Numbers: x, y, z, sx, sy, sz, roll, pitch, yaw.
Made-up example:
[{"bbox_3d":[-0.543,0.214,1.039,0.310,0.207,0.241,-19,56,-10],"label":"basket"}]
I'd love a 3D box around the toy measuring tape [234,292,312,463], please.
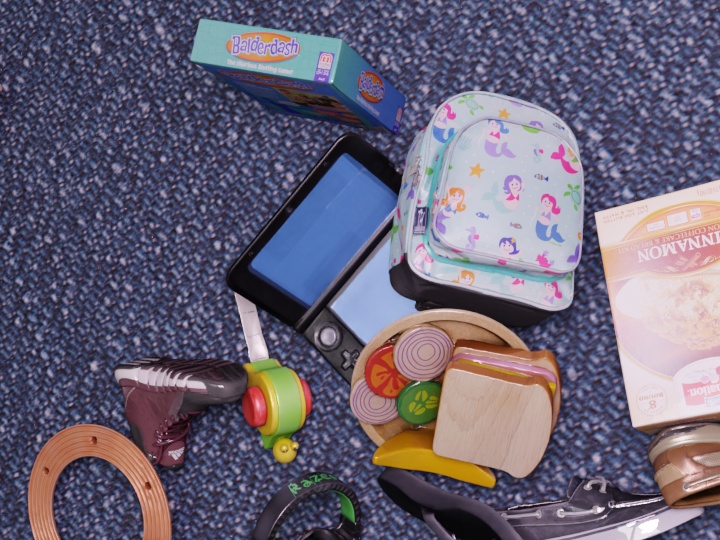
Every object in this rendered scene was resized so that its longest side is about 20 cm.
[{"bbox_3d":[-0.094,0.098,1.164,0.073,0.073,0.203,-16,79,17],"label":"toy measuring tape"}]

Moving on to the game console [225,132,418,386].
[{"bbox_3d":[0.000,0.000,1.119,0.176,0.116,0.200,44,99,19],"label":"game console"}]

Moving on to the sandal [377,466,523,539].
[{"bbox_3d":[0.085,0.241,1.052,0.043,0.076,0.199,-47,31,-21],"label":"sandal"}]

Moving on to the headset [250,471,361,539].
[{"bbox_3d":[-0.067,0.291,1.118,0.093,0.122,0.203,24,111,45],"label":"headset"}]

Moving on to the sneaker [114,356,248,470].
[{"bbox_3d":[-0.182,0.155,1.179,0.199,0.075,0.117,0,97,48],"label":"sneaker"}]

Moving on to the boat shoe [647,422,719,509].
[{"bbox_3d":[0.354,0.175,0.976,0.197,0.076,0.075,-7,54,11],"label":"boat shoe"}]

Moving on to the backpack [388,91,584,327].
[{"bbox_3d":[0.123,-0.066,1.048,0.175,0.151,0.202,13,67,-10],"label":"backpack"}]

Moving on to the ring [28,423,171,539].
[{"bbox_3d":[-0.283,0.266,1.224,0.198,0.019,0.203,3,97,26],"label":"ring"}]

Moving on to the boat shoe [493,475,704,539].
[{"bbox_3d":[0.215,0.223,1.043,0.198,0.072,0.069,-20,79,24],"label":"boat shoe"}]

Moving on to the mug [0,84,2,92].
[{"bbox_3d":[-0.544,-0.190,1.334,0.178,0.133,0.200,45,96,17],"label":"mug"}]

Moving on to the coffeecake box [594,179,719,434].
[{"bbox_3d":[0.307,0.032,1.007,0.152,0.073,0.203,-15,72,24],"label":"coffeecake box"}]

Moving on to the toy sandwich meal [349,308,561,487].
[{"bbox_3d":[0.087,0.128,1.056,0.202,0.071,0.208,2,119,4],"label":"toy sandwich meal"}]

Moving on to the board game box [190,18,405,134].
[{"bbox_3d":[-0.056,-0.190,1.117,0.150,0.200,0.046,13,88,20],"label":"board game box"}]
